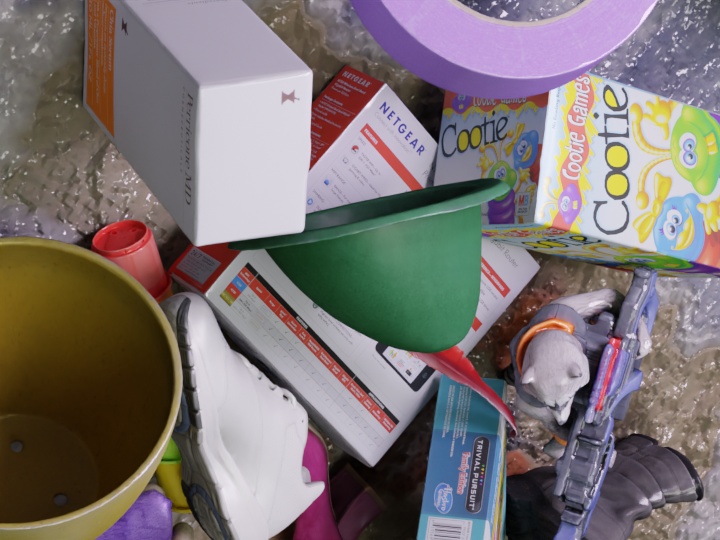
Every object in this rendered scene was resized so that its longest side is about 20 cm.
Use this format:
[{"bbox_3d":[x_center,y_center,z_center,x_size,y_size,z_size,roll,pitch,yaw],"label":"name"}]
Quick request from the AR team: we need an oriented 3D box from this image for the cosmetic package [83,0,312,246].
[{"bbox_3d":[-0.098,-0.104,1.543,0.071,0.200,0.102,-9,120,-23],"label":"cosmetic package"}]

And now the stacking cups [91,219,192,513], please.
[{"bbox_3d":[-0.129,0.063,1.707,0.060,0.061,0.201,-24,125,-13],"label":"stacking cups"}]

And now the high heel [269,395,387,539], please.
[{"bbox_3d":[-0.063,0.141,1.781,0.096,0.067,0.200,-43,127,-3],"label":"high heel"}]

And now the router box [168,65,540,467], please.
[{"bbox_3d":[0.000,0.000,1.726,0.180,0.049,0.200,-49,127,-9],"label":"router box"}]

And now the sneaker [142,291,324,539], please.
[{"bbox_3d":[-0.082,0.089,1.683,0.087,0.074,0.201,-33,130,-21],"label":"sneaker"}]

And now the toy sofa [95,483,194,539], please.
[{"bbox_3d":[-0.201,0.217,1.699,0.199,0.083,0.098,-14,117,7],"label":"toy sofa"}]

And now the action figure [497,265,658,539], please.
[{"bbox_3d":[0.129,0.089,1.763,0.104,0.193,0.201,17,82,9],"label":"action figure"}]

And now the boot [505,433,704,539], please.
[{"bbox_3d":[0.183,0.168,1.844,0.131,0.200,0.070,-19,116,-13],"label":"boot"}]

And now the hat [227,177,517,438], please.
[{"bbox_3d":[0.032,0.045,1.601,0.199,0.165,0.177,-14,97,-26],"label":"hat"}]

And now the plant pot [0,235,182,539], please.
[{"bbox_3d":[-0.210,0.100,1.627,0.199,0.201,0.142,-19,152,-16],"label":"plant pot"}]

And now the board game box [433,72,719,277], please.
[{"bbox_3d":[0.156,-0.061,1.722,0.199,0.105,0.104,13,82,-39],"label":"board game box"}]

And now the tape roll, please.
[{"bbox_3d":[0.087,-0.207,1.599,0.199,0.066,0.201,1,82,-9],"label":"tape roll"}]

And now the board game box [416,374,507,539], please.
[{"bbox_3d":[0.069,0.189,1.785,0.047,0.152,0.200,5,145,7],"label":"board game box"}]
